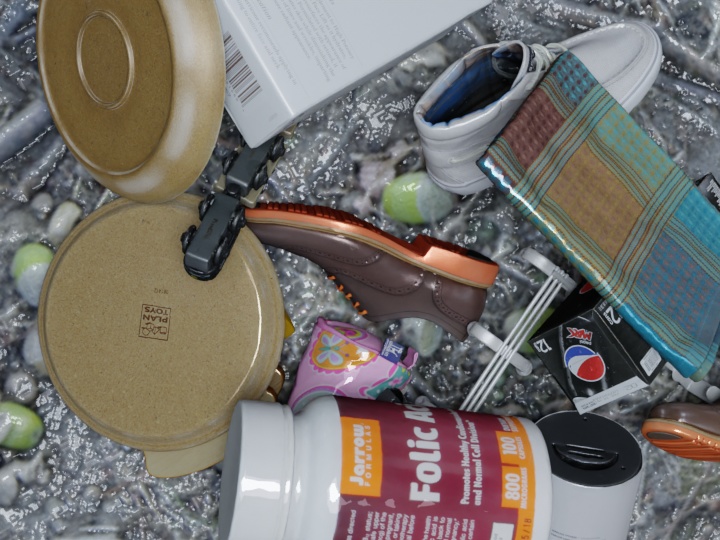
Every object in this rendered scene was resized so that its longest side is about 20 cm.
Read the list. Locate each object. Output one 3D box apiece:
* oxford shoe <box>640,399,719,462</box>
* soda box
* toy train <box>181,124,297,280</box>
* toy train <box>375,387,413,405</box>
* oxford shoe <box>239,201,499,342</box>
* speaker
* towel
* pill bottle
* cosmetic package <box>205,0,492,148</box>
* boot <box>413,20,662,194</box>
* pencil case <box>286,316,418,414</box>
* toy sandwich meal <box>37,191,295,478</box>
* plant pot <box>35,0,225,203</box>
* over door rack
[{"bbox_3d":[0.285,0.106,0.881,0.198,0.071,0.074,10,79,-33],"label":"oxford shoe"},{"bbox_3d":[0.201,0.013,0.833,0.064,0.071,0.200,53,48,-3],"label":"soda box"},{"bbox_3d":[-0.074,-0.074,0.833,0.034,0.046,0.201,22,56,4],"label":"toy train"},{"bbox_3d":[0.064,0.162,0.868,0.046,0.034,0.200,-42,119,-3],"label":"toy train"},{"bbox_3d":[0.000,0.000,0.874,0.197,0.071,0.073,17,99,-3],"label":"oxford shoe"},{"bbox_3d":[0.146,0.201,0.845,0.080,0.082,0.202,0,122,-4],"label":"speaker"},{"bbox_3d":[0.176,-0.040,0.782,0.200,0.022,0.147,45,48,-6],"label":"towel"},{"bbox_3d":[0.013,0.141,0.764,0.197,0.114,0.116,7,93,-12],"label":"pill bottle"},{"bbox_3d":[-0.014,-0.178,0.821,0.199,0.074,0.102,-33,95,-32],"label":"cosmetic package"},{"bbox_3d":[0.130,-0.133,0.852,0.199,0.096,0.074,-34,63,-1],"label":"boot"},{"bbox_3d":[-0.030,0.136,0.871,0.087,0.087,0.202,24,90,-5],"label":"pencil case"},{"bbox_3d":[-0.137,0.042,0.870,0.202,0.070,0.208,0,89,7],"label":"toy sandwich meal"},{"bbox_3d":[-0.165,-0.144,0.805,0.027,0.199,0.203,-15,95,-44],"label":"plant pot"},{"bbox_3d":[0.153,0.095,0.896,0.199,0.067,0.149,35,90,-19],"label":"over door rack"}]
